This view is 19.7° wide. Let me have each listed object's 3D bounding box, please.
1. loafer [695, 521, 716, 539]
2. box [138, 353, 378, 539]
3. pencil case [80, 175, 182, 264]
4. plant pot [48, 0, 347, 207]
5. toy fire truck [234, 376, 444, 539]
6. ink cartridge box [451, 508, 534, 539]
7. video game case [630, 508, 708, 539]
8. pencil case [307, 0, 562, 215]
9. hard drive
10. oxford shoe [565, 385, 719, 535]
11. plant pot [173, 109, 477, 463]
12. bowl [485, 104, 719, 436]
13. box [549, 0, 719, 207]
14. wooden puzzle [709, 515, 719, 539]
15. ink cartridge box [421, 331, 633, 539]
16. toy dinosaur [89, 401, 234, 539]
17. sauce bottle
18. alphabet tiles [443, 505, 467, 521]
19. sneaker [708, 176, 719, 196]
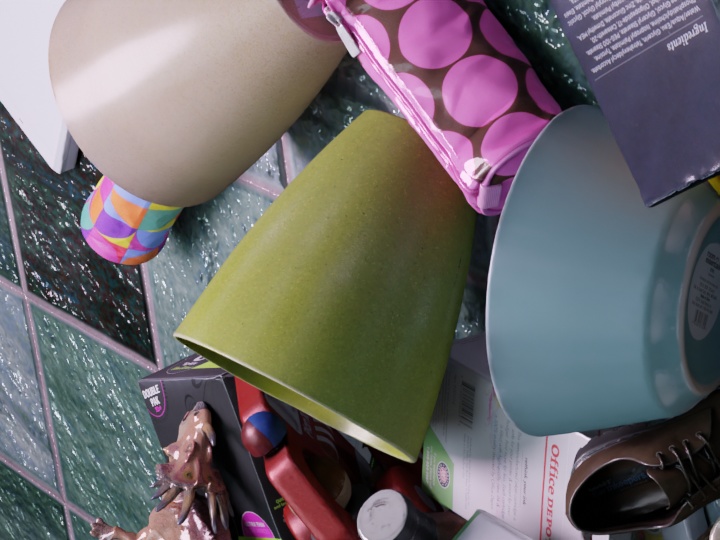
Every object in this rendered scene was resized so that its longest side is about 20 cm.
[{"bbox_3d":[0.249,0.181,1.294,0.068,0.076,0.200,52,142,9],"label":"loafer"},{"bbox_3d":[-0.070,0.157,1.700,0.148,0.124,0.201,-7,104,56],"label":"box"},{"bbox_3d":[-0.173,-0.083,1.738,0.089,0.088,0.200,57,144,13],"label":"pencil case"},{"bbox_3d":[-0.094,-0.167,1.500,0.199,0.187,0.188,-25,89,44],"label":"plant pot"},{"bbox_3d":[-0.030,0.153,1.532,0.168,0.112,0.200,44,-169,-17],"label":"toy fire truck"},{"bbox_3d":[0.101,0.283,1.394,0.087,0.145,0.200,25,157,45],"label":"ink cartridge box"},{"bbox_3d":[0.189,0.241,1.475,0.199,0.023,0.183,1,111,55],"label":"video game case"},{"bbox_3d":[0.056,-0.128,1.363,0.200,0.093,0.091,52,145,20],"label":"pencil case"},{"bbox_3d":[-0.286,-0.201,1.874,0.132,0.026,0.201,51,145,23],"label":"hard drive"},{"bbox_3d":[0.211,0.114,1.250,0.199,0.084,0.073,-31,96,25],"label":"oxford shoe"},{"bbox_3d":[0.000,0.000,1.422,0.186,0.201,0.187,27,173,4],"label":"plant pot"},{"bbox_3d":[0.166,0.009,1.229,0.104,0.201,0.202,11,121,29],"label":"bowl"},{"bbox_3d":[0.201,-0.167,1.028,0.124,0.199,0.198,-31,84,59],"label":"box"},{"bbox_3d":[0.309,0.156,1.168,0.185,0.037,0.201,39,133,11],"label":"wooden puzzle"},{"bbox_3d":[0.128,0.131,1.425,0.200,0.067,0.118,28,123,50],"label":"ink cartridge box"},{"bbox_3d":[-0.123,0.219,1.633,0.135,0.086,0.201,-31,91,51],"label":"toy dinosaur"},{"bbox_3d":[0.066,0.205,1.437,0.066,0.066,0.200,28,170,44],"label":"sauce bottle"},{"bbox_3d":[0.130,0.248,1.536,0.200,0.008,0.168,28,132,45],"label":"alphabet tiles"},{"bbox_3d":[0.185,-0.101,1.128,0.073,0.078,0.200,-19,138,35],"label":"sneaker"}]
